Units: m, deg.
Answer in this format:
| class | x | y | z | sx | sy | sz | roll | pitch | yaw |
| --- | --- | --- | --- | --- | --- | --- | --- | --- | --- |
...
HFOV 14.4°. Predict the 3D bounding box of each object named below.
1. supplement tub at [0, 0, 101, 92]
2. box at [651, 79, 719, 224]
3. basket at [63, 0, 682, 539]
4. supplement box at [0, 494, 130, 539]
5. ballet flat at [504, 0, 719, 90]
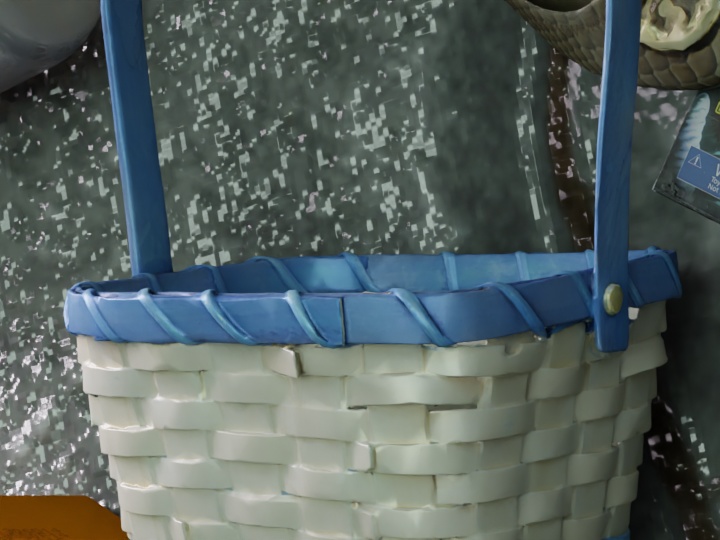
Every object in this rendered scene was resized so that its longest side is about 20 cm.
| class | x | y | z | sx | sy | sz | roll | pitch | yaw |
| --- | --- | --- | --- | --- | --- | --- | --- | --- | --- |
| supplement tub | -0.196 | -0.092 | 0.966 | 0.200 | 0.122 | 0.123 | -22 | 74 | 27 |
| box | 0.194 | -0.041 | 0.779 | 0.200 | 0.040 | 0.137 | 28 | 99 | 30 |
| basket | 0.000 | 0.000 | 0.824 | 0.176 | 0.139 | 0.200 | 4 | 102 | 36 |
| supplement box | -0.140 | 0.173 | 0.906 | 0.073 | 0.126 | 0.200 | 33 | 102 | 27 |
| ballet flat | 0.046 | -0.114 | 0.849 | 0.200 | 0.046 | 0.067 | 43 | 107 | 39 |
